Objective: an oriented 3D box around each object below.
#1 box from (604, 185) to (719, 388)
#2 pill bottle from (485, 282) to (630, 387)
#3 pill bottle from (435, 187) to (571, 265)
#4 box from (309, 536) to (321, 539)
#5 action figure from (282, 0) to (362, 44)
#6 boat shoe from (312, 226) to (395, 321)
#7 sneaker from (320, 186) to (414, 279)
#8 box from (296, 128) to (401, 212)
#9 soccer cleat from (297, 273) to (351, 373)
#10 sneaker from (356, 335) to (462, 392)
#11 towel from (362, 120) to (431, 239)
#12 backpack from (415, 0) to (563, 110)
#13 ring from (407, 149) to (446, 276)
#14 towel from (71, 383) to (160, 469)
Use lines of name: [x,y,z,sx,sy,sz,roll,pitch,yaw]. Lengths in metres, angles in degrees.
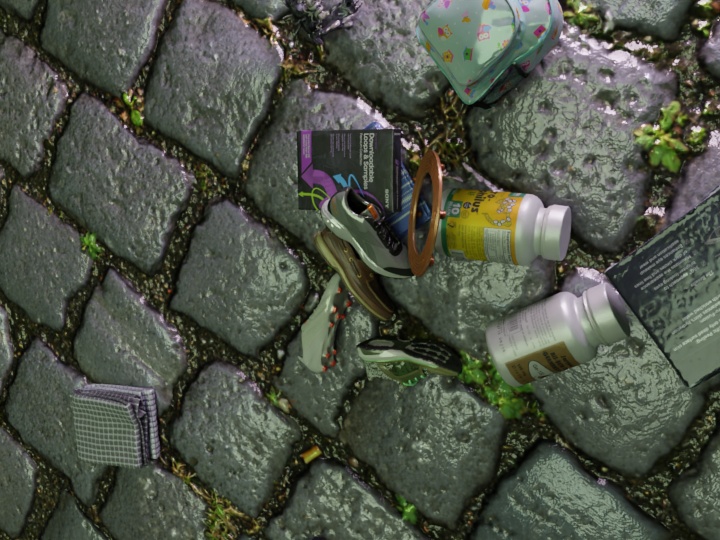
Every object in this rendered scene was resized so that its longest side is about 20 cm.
box: [0.490,0.025,1.045,0.197,0.117,0.201,-41,66,26]
pill bottle: [0.307,0.098,1.167,0.199,0.114,0.115,-26,85,27]
pill bottle: [0.225,-0.068,1.186,0.199,0.113,0.114,8,101,26]
box: [-0.062,0.656,1.420,0.199,0.117,0.198,26,108,22]
action figure: [-0.061,-0.458,1.281,0.119,0.102,0.200,56,161,-20]
boat shoe: [0.000,0.000,1.322,0.067,0.072,0.200,-37,94,14]
sneaker: [0.024,-0.061,1.269,0.200,0.074,0.079,40,132,-4]
box: [-0.022,-0.176,1.318,0.199,0.036,0.144,4,100,28]
soccer cleat: [-0.072,0.094,1.384,0.077,0.069,0.201,22,109,27]
sneaker: [0.088,0.172,1.321,0.199,0.077,0.089,7,113,31]
towel: [0.027,-0.144,1.328,0.145,0.024,0.201,-35,80,29]
backpack: [0.200,-0.370,1.138,0.200,0.153,0.176,-37,75,19]
ring: [0.106,-0.090,1.187,0.019,0.200,0.202,6,102,-8]
towel: [-0.541,0.341,1.641,0.199,0.085,0.167,1,99,26]
